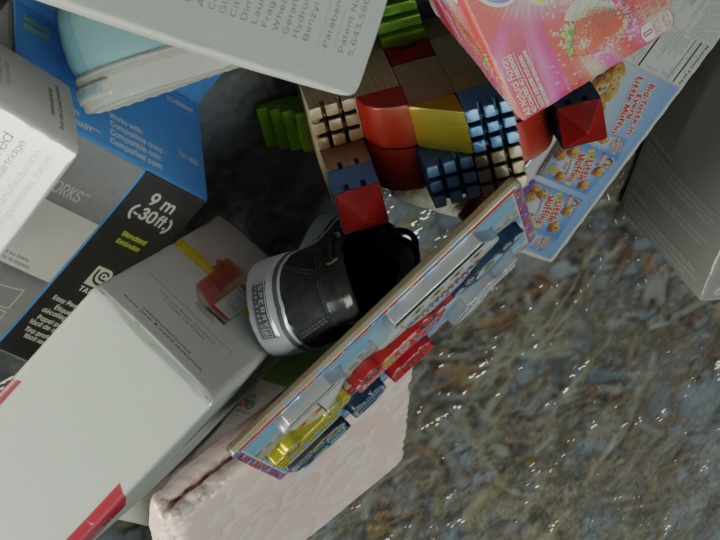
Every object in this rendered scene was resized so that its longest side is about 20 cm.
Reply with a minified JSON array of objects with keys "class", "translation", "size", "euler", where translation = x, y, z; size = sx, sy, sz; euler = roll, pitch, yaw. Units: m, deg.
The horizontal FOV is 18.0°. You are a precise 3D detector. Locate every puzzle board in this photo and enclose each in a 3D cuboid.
[{"class":"puzzle board","translation":[0.018,0.037,1.211],"size":[0.200,0.017,0.151],"euler":[-44,169,-1]}]

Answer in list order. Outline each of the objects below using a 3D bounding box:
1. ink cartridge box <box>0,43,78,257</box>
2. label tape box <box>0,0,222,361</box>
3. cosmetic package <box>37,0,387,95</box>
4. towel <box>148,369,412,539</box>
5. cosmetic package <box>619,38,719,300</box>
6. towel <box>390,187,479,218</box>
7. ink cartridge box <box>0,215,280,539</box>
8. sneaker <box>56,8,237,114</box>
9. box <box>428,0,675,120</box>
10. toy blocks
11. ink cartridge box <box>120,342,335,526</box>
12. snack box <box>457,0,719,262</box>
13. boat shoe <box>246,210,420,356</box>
[{"class":"ink cartridge box","translation":[-0.255,-0.068,1.064],"size":[0.200,0.084,0.146],"euler":[31,107,-24]},{"class":"label tape box","translation":[-0.160,-0.055,1.196],"size":[0.200,0.063,0.144],"euler":[-48,137,14]},{"class":"cosmetic package","translation":[-0.095,-0.184,0.921],"size":[0.200,0.165,0.165],"euler":[13,96,-51]},{"class":"towel","translation":[-0.048,0.123,1.360],"size":[0.191,0.032,0.200],"euler":[-38,159,-20]},{"class":"cosmetic package","translation":[0.243,-0.091,1.389],"size":[0.090,0.107,0.200],"euler":[-2,130,-30]},{"class":"towel","translation":[0.107,-0.112,1.338],"size":[0.132,0.034,0.200],"euler":[16,116,-42]},{"class":"ink cartridge box","translation":[-0.119,0.063,1.196],"size":[0.145,0.083,0.200],"euler":[-47,177,18]},{"class":"sneaker","translation":[-0.069,-0.146,1.170],"size":[0.200,0.074,0.082],"euler":[-24,97,-41]},{"class":"box","translation":[0.064,-0.181,1.070],"size":[0.095,0.103,0.200],"euler":[-33,139,-2]},{"class":"toy blocks","translation":[0.049,-0.086,1.219],"size":[0.200,0.137,0.100],"euler":[-16,120,-3]},{"class":"ink cartridge box","translation":[-0.082,0.063,1.352],"size":[0.104,0.059,0.200],"euler":[21,114,-45]},{"class":"snack box","translation":[0.141,-0.095,1.331],"size":[0.072,0.024,0.200],"euler":[18,115,-43]},{"class":"boat shoe","translation":[0.000,0.000,1.228],"size":[0.066,0.070,0.200],"euler":[-14,-179,19]}]
